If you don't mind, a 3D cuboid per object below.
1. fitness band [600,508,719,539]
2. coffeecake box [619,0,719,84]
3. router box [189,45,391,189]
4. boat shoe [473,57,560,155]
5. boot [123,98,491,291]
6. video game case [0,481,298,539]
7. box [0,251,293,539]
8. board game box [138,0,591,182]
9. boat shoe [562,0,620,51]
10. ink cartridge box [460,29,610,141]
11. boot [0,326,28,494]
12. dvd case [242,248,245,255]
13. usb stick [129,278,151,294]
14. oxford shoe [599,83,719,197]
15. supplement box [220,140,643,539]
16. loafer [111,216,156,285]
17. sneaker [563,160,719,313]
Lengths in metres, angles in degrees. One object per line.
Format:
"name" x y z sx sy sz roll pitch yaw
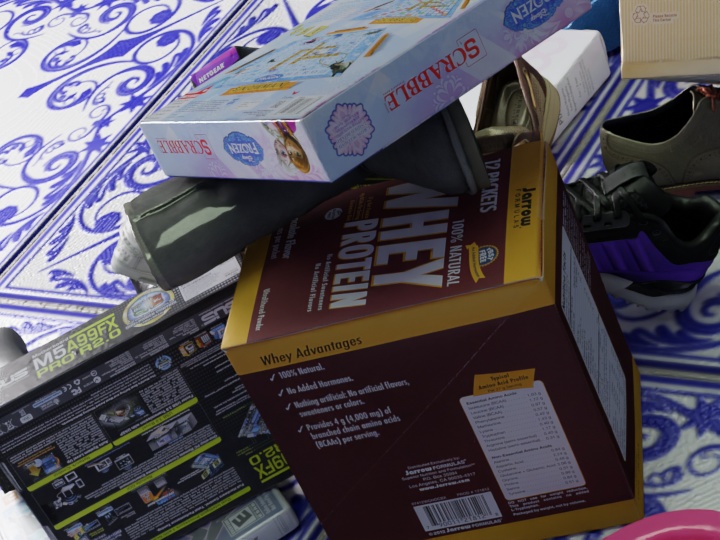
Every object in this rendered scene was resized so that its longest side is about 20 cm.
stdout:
"fitness band" 0.148 0.206 0.973 0.200 0.037 0.144 -30 34 -7
"coffeecake box" 0.295 -0.170 1.255 0.153 0.073 0.200 1 4 34
"router box" -0.020 -0.082 1.285 0.051 0.149 0.200 -29 -14 32
"boat shoe" 0.106 -0.082 1.329 0.072 0.072 0.200 -6 54 29
"boot" -0.037 -0.049 1.046 0.200 0.073 0.182 -23 18 -8
"video game case" -0.157 0.168 1.237 0.182 0.023 0.200 -32 34 -8
"box" -0.131 0.096 1.153 0.200 0.160 0.044 -29 35 -2
"board game box" -0.002 -0.118 1.029 0.199 0.041 0.200 -35 21 -24
"boat shoe" 0.252 -0.255 1.484 0.200 0.084 0.069 -22 30 2
"ink cartridge box" 0.088 -0.125 1.447 0.162 0.057 0.200 9 43 40
"boot" -0.221 0.086 1.345 0.131 0.070 0.200 -26 32 0
"dvd case" 0.000 0.000 1.214 0.148 0.200 0.016 -17 68 20
"usb stick" -0.125 0.042 1.304 0.056 0.033 0.200 -59 39 21
"oxford shoe" 0.268 -0.101 1.269 0.200 0.075 0.071 -17 35 13
"supplement box" 0.051 0.057 1.089 0.197 0.200 0.133 -14 35 18
"loafer" -0.088 -0.003 1.278 0.070 0.200 0.070 -53 39 25
"sneaker" 0.148 -0.036 1.151 0.200 0.100 0.070 7 49 -21
